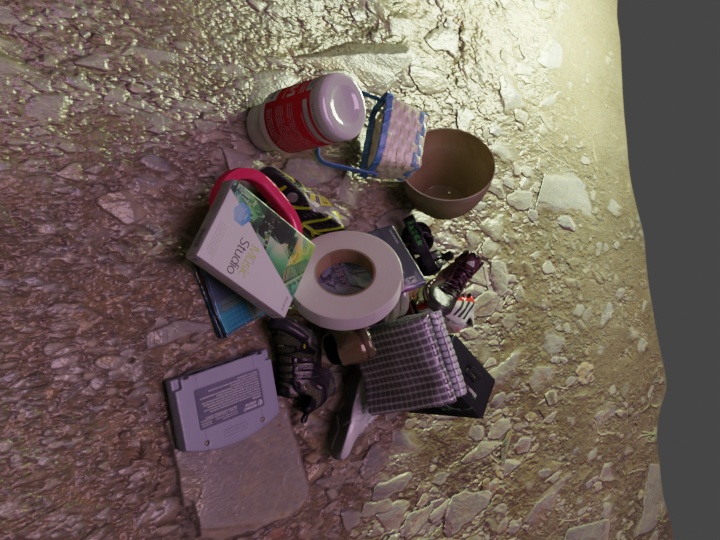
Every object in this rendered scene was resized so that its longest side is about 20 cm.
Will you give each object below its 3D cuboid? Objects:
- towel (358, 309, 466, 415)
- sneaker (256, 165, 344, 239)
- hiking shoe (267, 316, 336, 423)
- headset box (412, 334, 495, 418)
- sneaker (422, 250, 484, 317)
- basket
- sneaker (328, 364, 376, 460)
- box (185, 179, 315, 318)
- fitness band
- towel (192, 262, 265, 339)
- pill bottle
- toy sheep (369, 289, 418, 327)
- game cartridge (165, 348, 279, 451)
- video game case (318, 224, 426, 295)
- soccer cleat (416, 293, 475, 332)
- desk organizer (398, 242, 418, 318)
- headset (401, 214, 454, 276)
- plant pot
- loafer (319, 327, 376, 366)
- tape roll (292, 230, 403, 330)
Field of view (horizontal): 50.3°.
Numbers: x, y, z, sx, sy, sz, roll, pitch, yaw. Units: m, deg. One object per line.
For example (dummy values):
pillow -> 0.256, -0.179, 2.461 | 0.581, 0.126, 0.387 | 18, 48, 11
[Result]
towel -> 0.077, 0.171, 1.381 | 0.086, 0.200, 0.166 | -21, 91, -48
sneaker -> -0.113, -0.124, 1.389 | 0.200, 0.075, 0.076 | 40, 25, -33
hiking shoe -> -0.113, 0.172, 1.344 | 0.101, 0.076, 0.200 | -52, 124, -41
headset box -> 0.147, 0.210, 1.536 | 0.174, 0.200, 0.093 | 47, 55, -34
sneaker -> 0.199, 0.012, 1.598 | 0.076, 0.116, 0.200 | 41, 28, -4
basket -> 0.023, -0.262, 1.500 | 0.200, 0.139, 0.177 | 18, 74, -16
sneaker -> 0.002, 0.269, 1.456 | 0.080, 0.070, 0.200 | 33, 63, -25
box -> -0.171, -0.032, 1.241 | 0.200, 0.036, 0.144 | 40, 61, -38
fitness band -> -0.177, -0.079, 1.289 | 0.200, 0.037, 0.144 | 51, 55, -33
towel -> -0.189, 0.010, 1.316 | 0.200, 0.022, 0.147 | -32, 111, -45
pill bottle -> -0.098, -0.261, 1.306 | 0.112, 0.200, 0.112 | 6, 82, -48
toy sheep -> 0.020, 0.044, 1.464 | 0.200, 0.138, 0.138 | -12, 97, -12
game cartridge -> -0.221, 0.216, 1.253 | 0.200, 0.041, 0.133 | -14, 101, -47
video game case -> 0.000, 0.000, 1.401 | 0.200, 0.019, 0.143 | -18, 58, -19
soccer cleat -> 0.194, 0.097, 1.698 | 0.200, 0.069, 0.085 | -3, 84, -52
desk organizer -> 0.086, 0.046, 1.573 | 0.072, 0.077, 0.200 | -38, 114, -42
headset -> 0.145, -0.047, 1.617 | 0.200, 0.094, 0.124 | 57, 10, -65
plant pot -> 0.180, -0.186, 1.640 | 0.135, 0.200, 0.200 | 89, 24, -57
loafer -> -0.039, 0.126, 1.360 | 0.067, 0.200, 0.076 | -20, 95, -20
tape roll -> -0.026, 0.014, 1.340 | 0.203, 0.203, 0.037 | -56, 158, -34
